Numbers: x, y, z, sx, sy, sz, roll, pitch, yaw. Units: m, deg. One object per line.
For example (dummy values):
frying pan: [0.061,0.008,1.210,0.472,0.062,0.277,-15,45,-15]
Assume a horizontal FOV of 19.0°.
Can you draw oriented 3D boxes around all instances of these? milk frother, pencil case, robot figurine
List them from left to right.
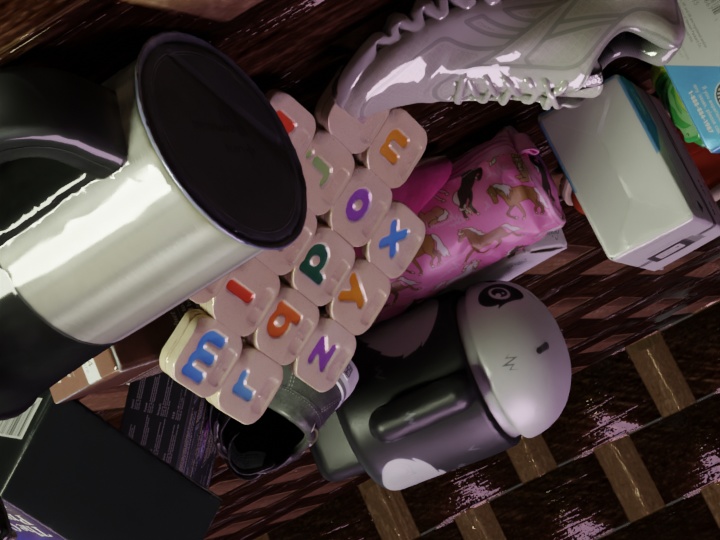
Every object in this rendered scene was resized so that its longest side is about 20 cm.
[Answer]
milk frother: [-0.132,0.019,0.996,0.188,0.200,0.180,-31,164,28]
pencil case: [0.047,-0.026,1.521,0.200,0.083,0.087,-27,170,11]
robot figurine: [0.053,0.083,1.561,0.200,0.150,0.125,-22,135,16]

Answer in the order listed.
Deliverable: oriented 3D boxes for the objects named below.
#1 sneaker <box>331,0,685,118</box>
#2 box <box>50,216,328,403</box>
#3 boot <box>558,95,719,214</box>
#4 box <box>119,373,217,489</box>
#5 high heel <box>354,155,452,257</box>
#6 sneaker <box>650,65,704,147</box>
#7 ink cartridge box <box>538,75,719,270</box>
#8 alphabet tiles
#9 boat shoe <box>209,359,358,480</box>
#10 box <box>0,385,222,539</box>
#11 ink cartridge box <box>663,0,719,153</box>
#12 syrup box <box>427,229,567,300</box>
sneaker: [0.082,-0.119,1.151,0.200,0.081,0.075,-22,171,-9]
box: [-0.099,0.001,1.246,0.200,0.100,0.075,-14,171,-46]
boot: [0.235,-0.071,1.689,0.075,0.107,0.200,-20,170,-36]
box: [-0.127,0.113,1.450,0.044,0.200,0.160,14,-170,6]
high heel: [0.000,0.000,1.435,0.200,0.096,0.067,-34,-175,-31]
sneaker: [0.240,-0.132,1.448,0.074,0.084,0.200,-26,169,4]
ink cartridge box: [0.203,-0.067,1.558,0.067,0.116,0.200,-29,170,15]
alphabet tiles: [-0.035,-0.013,1.205,0.200,0.015,0.196,-58,146,-5]
boat shoe: [-0.061,0.100,1.364,0.066,0.070,0.200,-55,-171,-27]
box: [-0.203,0.128,1.307,0.141,0.079,0.200,36,159,-34]
ink cartridge box: [0.275,-0.165,1.274,0.200,0.116,0.067,-29,169,22]
syrup box: [0.048,-0.006,1.630,0.200,0.081,0.079,-32,170,28]
